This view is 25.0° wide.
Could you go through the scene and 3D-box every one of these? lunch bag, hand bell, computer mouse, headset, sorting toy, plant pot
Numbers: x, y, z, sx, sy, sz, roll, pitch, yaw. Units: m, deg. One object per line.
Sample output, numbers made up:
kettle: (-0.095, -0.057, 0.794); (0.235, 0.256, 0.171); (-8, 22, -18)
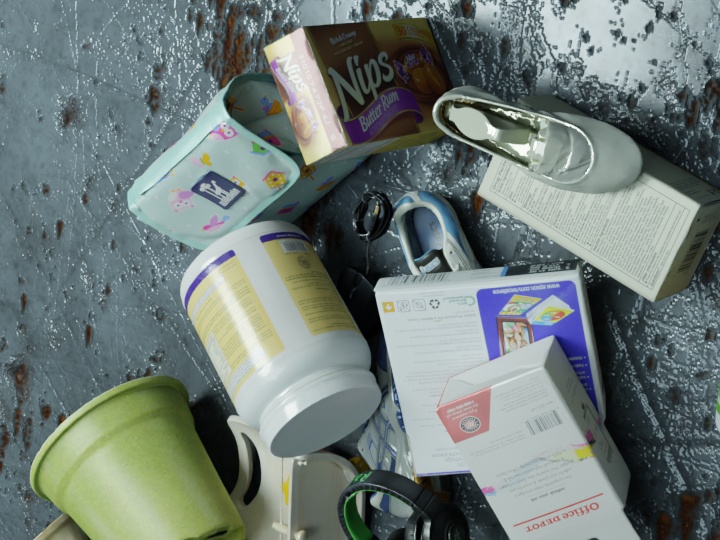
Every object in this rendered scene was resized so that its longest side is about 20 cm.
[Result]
lunch bag: (-0.117, -0.108, 1.612); (0.170, 0.200, 0.122); (-38, 72, 33)
hand bell: (-0.309, 0.388, 1.936); (0.200, 0.104, 0.104); (48, 123, 5)
computer mouse: (0.000, 0.000, 1.614); (0.059, 0.034, 0.201); (41, 142, 32)
headset: (0.057, 0.284, 1.590); (0.200, 0.094, 0.124); (40, 138, 0)
sorting toy: (-0.086, 0.238, 1.732); (0.180, 0.107, 0.201); (24, 120, 42)
plant pot: (-0.224, 0.247, 1.749); (0.184, 0.200, 0.201); (50, 123, 25)

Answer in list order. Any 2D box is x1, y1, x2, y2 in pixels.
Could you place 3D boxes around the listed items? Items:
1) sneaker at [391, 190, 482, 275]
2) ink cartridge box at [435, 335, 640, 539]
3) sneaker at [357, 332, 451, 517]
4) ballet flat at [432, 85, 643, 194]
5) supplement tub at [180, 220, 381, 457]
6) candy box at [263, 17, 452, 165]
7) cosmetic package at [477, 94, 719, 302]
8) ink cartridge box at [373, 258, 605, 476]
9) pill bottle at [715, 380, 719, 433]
sneaker: (0.090, 0.014, 1.571); (0.072, 0.072, 0.200); (-37, 79, 33)
ink cartridge box: (0.170, 0.175, 1.494); (0.116, 0.068, 0.200); (-23, 106, 24)
sneaker: (0.029, 0.156, 1.640); (0.088, 0.075, 0.201); (-3, 96, 36)
ballet flat: (0.147, -0.113, 1.419); (0.199, 0.069, 0.070); (23, 112, 29)
supplement tub: (-0.078, 0.068, 1.604); (0.145, 0.145, 0.200); (-46, 61, 33)
candy box: (0.007, -0.170, 1.514); (0.056, 0.200, 0.117); (-23, 85, 36)
cosmetic package: (0.217, -0.068, 1.462); (0.200, 0.073, 0.104); (35, 117, 26)
ink cartridge box: (0.127, 0.094, 1.529); (0.197, 0.043, 0.201); (-5, 112, 17)
pill bottle: (0.360, 0.094, 1.367); (0.111, 0.111, 0.201); (14, 107, 33)
